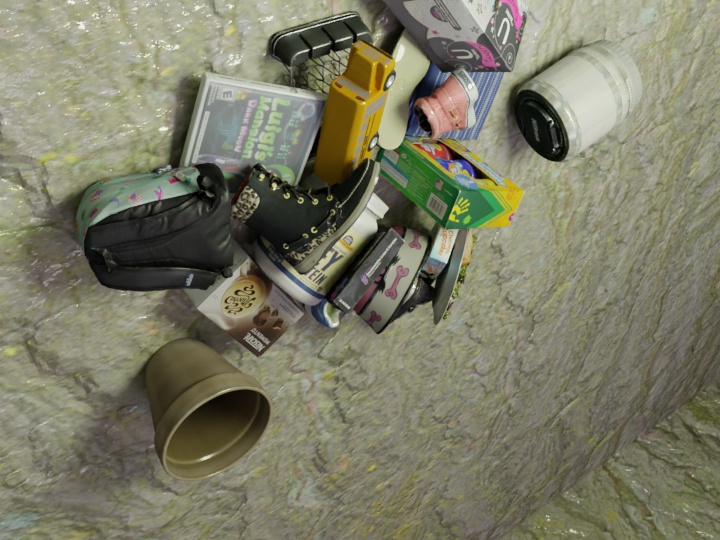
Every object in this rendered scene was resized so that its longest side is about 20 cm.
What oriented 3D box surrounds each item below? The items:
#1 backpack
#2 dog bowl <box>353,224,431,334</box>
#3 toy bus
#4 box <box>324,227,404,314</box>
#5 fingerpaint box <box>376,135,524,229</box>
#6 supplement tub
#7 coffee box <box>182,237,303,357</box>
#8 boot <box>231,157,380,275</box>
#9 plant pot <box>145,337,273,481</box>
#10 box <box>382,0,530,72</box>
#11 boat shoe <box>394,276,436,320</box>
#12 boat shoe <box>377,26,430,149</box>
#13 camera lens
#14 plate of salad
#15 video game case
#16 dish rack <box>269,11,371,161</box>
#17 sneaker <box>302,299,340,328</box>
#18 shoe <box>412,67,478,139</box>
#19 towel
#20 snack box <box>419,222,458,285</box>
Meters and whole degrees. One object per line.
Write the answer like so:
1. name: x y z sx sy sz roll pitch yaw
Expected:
1. backpack: -0.276 -0.057 1.034 0.196 0.127 0.170 -13 125 -20
2. dog bowl: 0.049 0.008 1.389 0.203 0.073 0.200 -60 -175 9
3. toy bus: -0.011 -0.216 1.086 0.078 0.065 0.202 -43 160 -38
4. box: 0.000 0.000 1.247 0.144 0.036 0.200 -52 -175 -4
5. fingerpaint box: 0.148 -0.154 1.298 0.164 0.200 0.074 -4 127 -40
6. supplement tub: -0.063 -0.063 1.230 0.201 0.145 0.144 -49 143 7
7. coffee box: -0.192 0.044 1.262 0.113 0.080 0.200 -43 143 -4
8. boot: -0.081 -0.106 1.085 0.153 0.074 0.204 35 114 -17
9. plant pot: -0.267 0.211 1.271 0.197 0.174 0.203 -25 139 -24
10. box: 0.142 -0.381 1.104 0.199 0.130 0.117 30 74 -53
11. boat shoe: 0.084 0.069 1.498 0.062 0.074 0.200 21 152 -12
12. boat shoe: 0.054 -0.293 1.196 0.072 0.063 0.205 9 106 -35
13. camera lens: 0.396 -0.310 1.421 0.198 0.160 0.161 -34 142 -13
14. plate of salad: 0.175 0.007 1.435 0.047 0.201 0.203 15 123 -2
15. video game case: -0.157 -0.172 1.086 0.178 0.024 0.202 2 131 -29
16. dish rack: -0.053 -0.260 1.131 0.151 0.055 0.203 -23 140 -24
17. sneaker: -0.033 0.011 1.386 0.075 0.077 0.203 0 122 -41
18. shoe: 0.131 -0.252 1.228 0.090 0.072 0.200 -34 174 1
19. towel: 0.160 -0.297 1.329 0.197 0.024 0.147 -4 125 -43
20. snack box: 0.144 -0.046 1.422 0.200 0.036 0.118 106 4 -75
